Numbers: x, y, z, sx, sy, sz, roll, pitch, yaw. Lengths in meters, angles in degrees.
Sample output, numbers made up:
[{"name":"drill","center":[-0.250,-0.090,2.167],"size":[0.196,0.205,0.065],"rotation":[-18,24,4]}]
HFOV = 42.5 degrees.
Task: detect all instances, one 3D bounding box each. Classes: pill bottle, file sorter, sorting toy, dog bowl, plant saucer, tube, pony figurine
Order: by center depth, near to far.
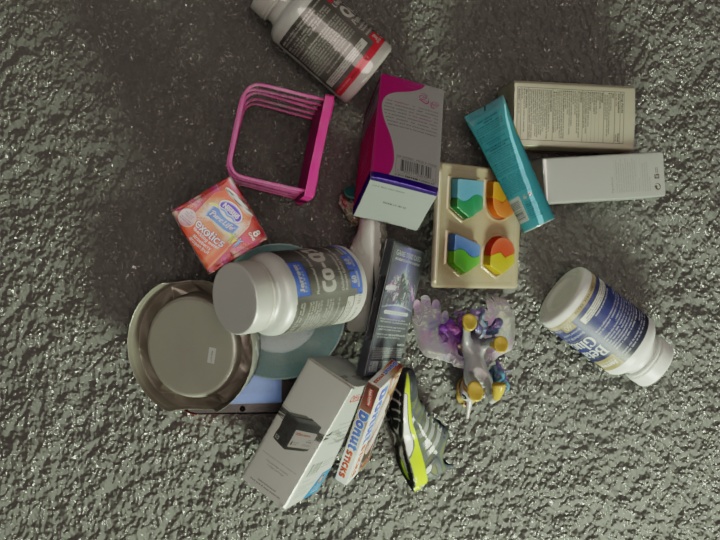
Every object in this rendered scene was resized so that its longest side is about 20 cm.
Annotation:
[{"name":"pill bottle","center":[-0.096,0.028,1.266],"size":[0.200,0.113,0.114],"rotation":[-8,94,-47]},{"name":"file sorter","center":[-0.121,-0.179,1.317],"size":[0.125,0.200,0.140],"rotation":[12,90,-8]},{"name":"dog bowl","center":[-0.233,0.107,1.326],"size":[0.199,0.059,0.201],"rotation":[1,94,19]},{"name":"pill bottle","center":[-0.061,-0.352,1.366],"size":[0.200,0.111,0.111],"rotation":[40,85,-10]},{"name":"plant saucer","center":[-0.123,0.061,1.383],"size":[0.200,0.039,0.202],"rotation":[1,85,-9]},{"name":"tube","center":[0.226,-0.157,1.388],"size":[0.050,0.077,0.201],"rotation":[-23,88,-53]},{"name":"pony figurine","center":[0.168,0.121,1.402],"size":[0.166,0.200,0.194],"rotation":[-3,77,-4]},{"name":"sorting toy","center":[0.185,-0.065,1.411],"size":[0.199,0.036,0.186],"rotation":[1,92,-41]},{"name":"pill bottle","center":[0.392,0.094,1.463],"size":[0.200,0.111,0.111],"rotation":[36,85,-9]}]

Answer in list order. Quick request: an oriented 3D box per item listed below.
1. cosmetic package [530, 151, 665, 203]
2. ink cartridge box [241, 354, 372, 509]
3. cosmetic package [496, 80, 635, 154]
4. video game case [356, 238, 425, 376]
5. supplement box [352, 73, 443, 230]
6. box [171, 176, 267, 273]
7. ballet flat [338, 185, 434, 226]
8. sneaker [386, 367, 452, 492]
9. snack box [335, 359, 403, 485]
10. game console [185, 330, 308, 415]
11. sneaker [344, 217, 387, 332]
[{"name":"cosmetic package","center":[0.364,-0.143,1.456],"size":[0.199,0.101,0.072],"rotation":[-5,92,-11]},{"name":"ink cartridge box","center":[-0.069,0.228,1.342],"size":[0.084,0.145,0.201],"rotation":[32,96,16]},{"name":"cosmetic package","center":[0.320,-0.237,1.451],"size":[0.199,0.087,0.104],"rotation":[2,90,-9]},{"name":"video game case","center":[0.048,0.060,1.391],"size":[0.019,0.143,0.201],"rotation":[12,89,22]},{"name":"supplement box","center":[0.057,-0.175,1.353],"size":[0.101,0.103,0.201],"rotation":[13,57,-10]},{"name":"box","center":[-0.197,-0.065,1.304],"size":[0.095,0.200,0.100],"rotation":[-31,96,-5]},{"name":"ballet flat","center":[0.064,-0.110,1.428],"size":[0.199,0.076,0.064],"rotation":[-9,124,-6]},{"name":"sneaker","center":[0.091,0.238,1.432],"size":[0.081,0.074,0.201],"rotation":[-17,111,-20]},{"name":"snack box","center":[0.012,0.226,1.369],"size":[0.024,0.072,0.201],"rotation":[30,125,19]},{"name":"game console","center":[-0.178,0.128,1.400],"size":[0.199,0.031,0.178],"rotation":[1,92,-11]},{"name":"sneaker","center":[0.000,0.000,1.392],"size":[0.080,0.076,0.201],"rotation":[6,107,13]}]
